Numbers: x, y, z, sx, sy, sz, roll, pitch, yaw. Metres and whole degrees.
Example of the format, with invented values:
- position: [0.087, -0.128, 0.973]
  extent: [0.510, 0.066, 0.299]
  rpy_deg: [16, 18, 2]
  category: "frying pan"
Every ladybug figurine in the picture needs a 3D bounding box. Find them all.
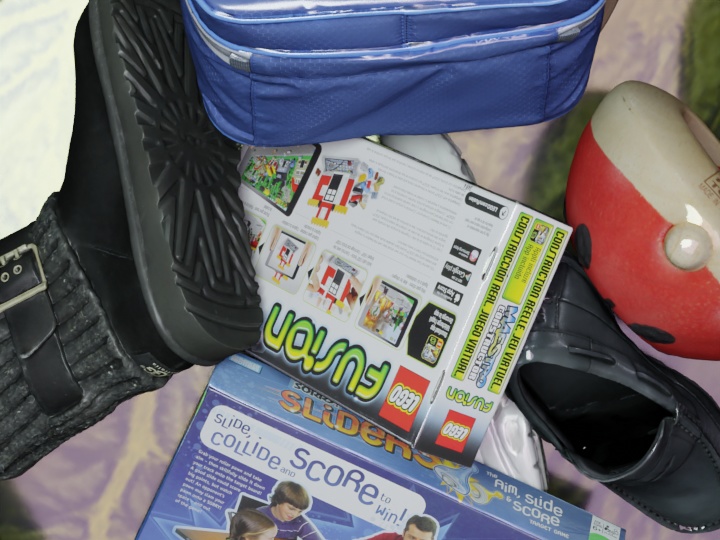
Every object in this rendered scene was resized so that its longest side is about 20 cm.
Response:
- position: [0.137, -0.015, 1.170]
  extent: [0.072, 0.200, 0.136]
  rpy_deg: [-38, 86, 11]
  category: "ladybug figurine"

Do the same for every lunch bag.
- position: [0.020, -0.141, 1.128]
  extent: [0.199, 0.132, 0.137]
  rpy_deg: [-7, 69, 0]
  category: "lunch bag"

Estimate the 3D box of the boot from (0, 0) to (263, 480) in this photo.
- position: [-0.134, -0.025, 1.221]
  extent: [0.157, 0.079, 0.212]
  rpy_deg: [-26, 58, 31]
  category: "boot"

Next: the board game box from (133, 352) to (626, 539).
- position: [0.002, 0.133, 1.221]
  extent: [0.199, 0.035, 0.136]
  rpy_deg: [25, 121, -3]
  category: "board game box"

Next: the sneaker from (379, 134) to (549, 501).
- position: [0.023, 0.031, 1.229]
  extent: [0.099, 0.078, 0.201]
  rpy_deg: [-11, 92, 3]
  category: "sneaker"

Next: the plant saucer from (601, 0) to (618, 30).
- position: [0.025, -0.158, 1.222]
  extent: [0.199, 0.029, 0.201]
  rpy_deg: [0, 79, 1]
  category: "plant saucer"

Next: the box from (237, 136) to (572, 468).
- position: [0.000, 0.000, 1.173]
  extent: [0.035, 0.200, 0.111]
  rpy_deg: [21, 94, -38]
  category: "box"

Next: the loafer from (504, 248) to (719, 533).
- position: [0.111, 0.068, 1.191]
  extent: [0.068, 0.071, 0.201]
  rpy_deg: [-22, 135, 23]
  category: "loafer"
